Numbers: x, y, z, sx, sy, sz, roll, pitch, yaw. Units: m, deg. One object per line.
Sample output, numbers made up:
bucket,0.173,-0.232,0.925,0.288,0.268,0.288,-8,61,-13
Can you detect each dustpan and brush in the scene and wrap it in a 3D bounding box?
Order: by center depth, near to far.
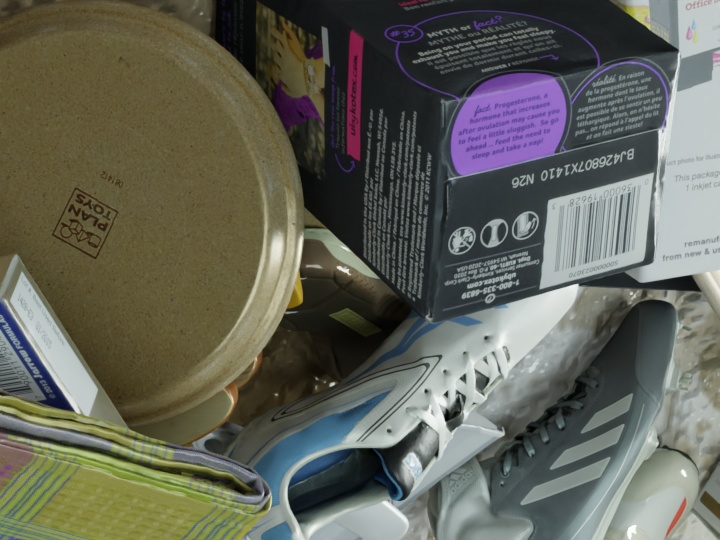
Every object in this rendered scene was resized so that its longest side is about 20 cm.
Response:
dustpan and brush,-0.024,0.099,1.312,0.139,0.057,0.200,-38,137,16

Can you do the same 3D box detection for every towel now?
towel,-0.135,0.110,1.145,0.143,0.023,0.200,16,148,-19

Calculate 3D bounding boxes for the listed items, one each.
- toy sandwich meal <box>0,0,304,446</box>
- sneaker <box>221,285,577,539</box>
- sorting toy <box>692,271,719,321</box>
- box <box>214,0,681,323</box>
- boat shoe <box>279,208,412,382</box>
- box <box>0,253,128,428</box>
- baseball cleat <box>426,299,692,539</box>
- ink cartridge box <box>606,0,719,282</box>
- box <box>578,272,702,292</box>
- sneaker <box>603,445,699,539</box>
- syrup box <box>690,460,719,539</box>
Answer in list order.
toy sandwich meal,-0.110,-0.018,1.171,0.204,0.070,0.206,1,97,9
sneaker,0.026,0.062,1.235,0.200,0.072,0.072,-37,145,-11
sorting toy,0.259,-0.028,1.388,0.200,0.036,0.185,-42,123,-11
box,0.032,-0.079,1.168,0.122,0.200,0.106,-13,125,-26
boat shoe,0.000,0.000,1.286,0.071,0.076,0.200,-17,155,13
box,-0.207,0.058,1.149,0.199,0.032,0.121,-10,131,23
baseball cleat,0.098,0.097,1.412,0.106,0.070,0.201,22,84,-8
ink cartridge box,0.131,-0.113,1.214,0.084,0.145,0.201,-9,107,-15
box,0.204,-0.084,1.381,0.199,0.050,0.199,2,117,-34
sneaker,0.126,0.188,1.470,0.200,0.093,0.070,-43,132,-3
syrup box,0.281,0.081,1.514,0.079,0.081,0.201,20,104,-39
